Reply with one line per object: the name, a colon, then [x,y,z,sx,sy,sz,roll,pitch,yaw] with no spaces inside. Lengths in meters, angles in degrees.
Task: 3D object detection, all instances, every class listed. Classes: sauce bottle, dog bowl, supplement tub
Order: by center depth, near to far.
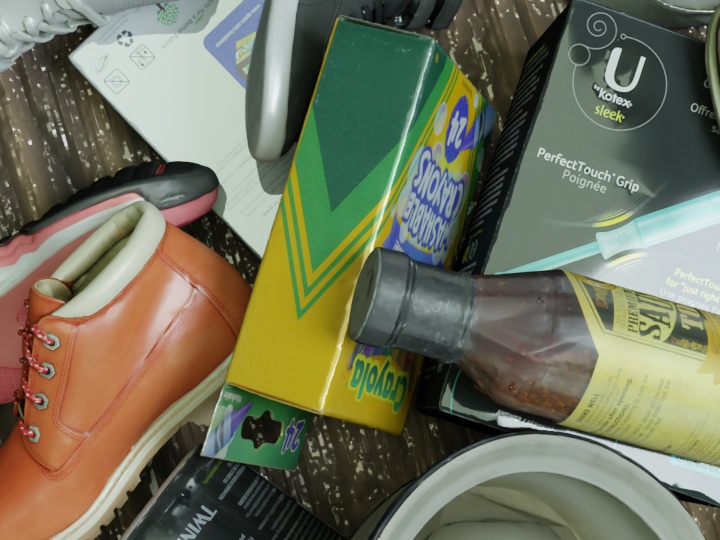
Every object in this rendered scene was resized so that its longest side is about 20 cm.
sauce bottle: [0.095,0.035,0.735,0.199,0.066,0.066,15,85,-14]
dog bowl: [0.064,0.172,0.758,0.199,0.074,0.201,6,78,-27]
supplement tub: [-0.031,0.185,0.832,0.200,0.123,0.123,37,85,1]

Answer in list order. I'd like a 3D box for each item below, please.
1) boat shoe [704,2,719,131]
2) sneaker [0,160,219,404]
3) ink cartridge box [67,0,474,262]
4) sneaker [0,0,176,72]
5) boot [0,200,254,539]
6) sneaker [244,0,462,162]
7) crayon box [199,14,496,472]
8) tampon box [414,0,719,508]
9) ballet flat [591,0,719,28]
boat shoe: [0.217,-0.036,0.756,0.075,0.075,0.203,-27,90,-7]
sneaker: [-0.146,0.015,0.871,0.200,0.074,0.087,-29,101,10]
ink cartridge box: [-0.045,-0.068,0.894,0.099,0.039,0.200,-43,87,-4]
sneaker: [-0.169,-0.116,0.861,0.199,0.074,0.116,5,81,21]
boot: [-0.139,0.057,0.815,0.200,0.075,0.107,-45,125,-3]
sneaker: [0.003,-0.129,0.853,0.099,0.071,0.201,16,56,-8]
crayon box: [0.000,0.000,0.804,0.051,0.126,0.201,16,86,19]
tampon box: [0.129,-0.004,0.848,0.149,0.126,0.201,19,85,-2]
ballet flat: [0.205,-0.161,0.895,0.199,0.064,0.068,0,85,-1]
